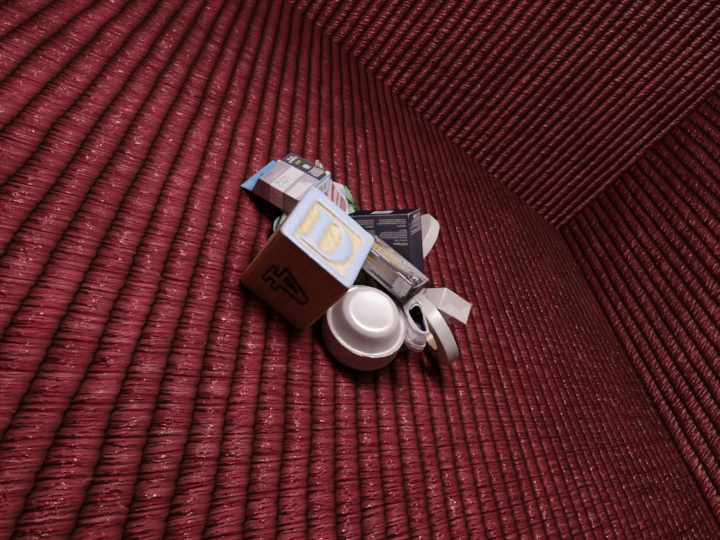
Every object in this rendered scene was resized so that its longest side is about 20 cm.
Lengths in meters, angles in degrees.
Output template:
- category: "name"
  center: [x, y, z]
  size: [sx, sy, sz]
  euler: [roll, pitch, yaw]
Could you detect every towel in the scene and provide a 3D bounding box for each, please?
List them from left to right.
- category: "towel"
  center: [-0.083, -0.201, 1.719]
  size: [0.201, 0.022, 0.147]
  euler: [55, 28, -54]

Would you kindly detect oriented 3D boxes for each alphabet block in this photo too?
- category: "alphabet block"
  center: [-0.118, -0.025, 1.350]
  size: [0.196, 0.200, 0.197]
  euler: [40, 41, -9]

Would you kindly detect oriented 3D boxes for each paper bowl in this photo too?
- category: "paper bowl"
  center: [0.013, 0.121, 1.404]
  size: [0.196, 0.105, 0.204]
  euler: [10, 49, -12]

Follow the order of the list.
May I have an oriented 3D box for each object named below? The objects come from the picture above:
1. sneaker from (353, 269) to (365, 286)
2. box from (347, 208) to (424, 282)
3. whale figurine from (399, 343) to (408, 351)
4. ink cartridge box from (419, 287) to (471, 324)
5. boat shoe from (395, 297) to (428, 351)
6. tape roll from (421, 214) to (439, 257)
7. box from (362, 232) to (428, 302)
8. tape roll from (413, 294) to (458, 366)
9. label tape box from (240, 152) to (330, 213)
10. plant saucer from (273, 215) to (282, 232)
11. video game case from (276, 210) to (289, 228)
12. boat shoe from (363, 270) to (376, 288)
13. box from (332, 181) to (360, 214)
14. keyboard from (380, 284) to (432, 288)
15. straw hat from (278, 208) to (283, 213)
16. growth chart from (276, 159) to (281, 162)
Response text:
- category: "sneaker"
  center: [-0.072, -0.031, 1.500]
  size: [0.089, 0.067, 0.202]
  euler: [-17, 70, -45]
- category: "box"
  center: [0.064, -0.068, 1.639]
  size: [0.104, 0.196, 0.187]
  euler: [-29, 117, -62]
- category: "whale figurine"
  center: [0.063, 0.136, 1.570]
  size: [0.198, 0.106, 0.158]
  euler: [30, 30, 21]
- category: "ink cartridge box"
  center: [0.215, 0.106, 1.766]
  size: [0.115, 0.198, 0.069]
  euler: [30, 72, -28]
- category: "boat shoe"
  center: [0.129, 0.109, 1.476]
  size: [0.071, 0.069, 0.202]
  euler: [18, 31, -11]
- category: "tape roll"
  center: [0.170, -0.085, 1.885]
  size: [0.037, 0.203, 0.204]
  euler: [35, 28, -18]
- category: "box"
  center: [0.067, -0.012, 1.497]
  size: [0.199, 0.049, 0.158]
  euler: [41, 19, 12]
- category: "tape roll"
  center: [0.194, 0.163, 1.627]
  size: [0.205, 0.037, 0.204]
  euler: [58, -11, 18]
- category: "label tape box"
  center: [-0.199, -0.241, 1.584]
  size: [0.197, 0.064, 0.144]
  euler: [29, 50, 18]
- category: "plant saucer"
  center: [-0.153, -0.054, 1.559]
  size: [0.199, 0.039, 0.203]
  euler: [34, 29, -21]
- category: "video game case"
  center: [-0.123, -0.101, 1.598]
  size: [0.199, 0.022, 0.183]
  euler: [38, 28, -16]
- category: "boat shoe"
  center: [0.000, 0.000, 1.559]
  size: [0.068, 0.074, 0.203]
  euler: [2, 61, -59]
- category: "box"
  center: [-0.057, -0.199, 1.898]
  size: [0.143, 0.036, 0.202]
  euler: [7, 48, -51]
- category: "keyboard"
  center: [0.154, 0.033, 1.814]
  size: [0.198, 0.102, 0.041]
  euler: [3, 90, -54]
- category: "straw hat"
  center: [-0.153, -0.211, 1.721]
  size: [0.199, 0.085, 0.203]
  euler: [34, 29, -22]
- category: "growth chart"
  center: [-0.157, -0.276, 1.763]
  size: [0.142, 0.018, 0.199]
  euler: [23, 1, 22]
